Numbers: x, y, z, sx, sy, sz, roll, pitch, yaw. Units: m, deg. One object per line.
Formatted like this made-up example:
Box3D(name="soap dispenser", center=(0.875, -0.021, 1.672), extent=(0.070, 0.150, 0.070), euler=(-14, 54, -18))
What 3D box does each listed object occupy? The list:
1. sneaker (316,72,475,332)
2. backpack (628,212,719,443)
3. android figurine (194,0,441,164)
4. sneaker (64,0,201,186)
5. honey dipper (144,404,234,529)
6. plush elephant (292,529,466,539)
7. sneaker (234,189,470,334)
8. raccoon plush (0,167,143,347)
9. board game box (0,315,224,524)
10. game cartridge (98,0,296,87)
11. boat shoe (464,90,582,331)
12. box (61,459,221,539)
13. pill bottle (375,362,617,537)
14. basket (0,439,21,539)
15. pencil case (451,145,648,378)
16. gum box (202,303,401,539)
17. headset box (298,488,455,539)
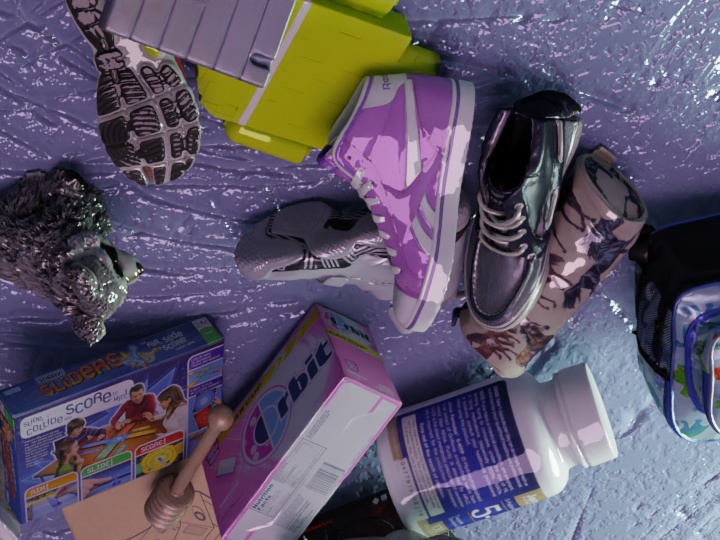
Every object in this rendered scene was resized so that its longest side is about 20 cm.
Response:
Box3D(name="sneaker", center=(0.018, -0.054, 1.305), extent=(0.113, 0.073, 0.202), euler=(4, 103, -10))
Box3D(name="backpack", center=(0.327, 0.058, 1.442), extent=(0.182, 0.147, 0.201), euler=(-15, 136, -9))
Box3D(name="android figurine", center=(-0.045, -0.159, 1.289), extent=(0.199, 0.041, 0.183), euler=(15, 128, -22))
Box3D(name="sneaker", center=(-0.161, -0.160, 1.242), extent=(0.076, 0.085, 0.201), euler=(-8, 120, 4))
Box3D(name="honey dipper", center=(-0.148, 0.172, 1.484), extent=(0.038, 0.038, 0.200), euler=(12, 145, -17))
Box3D(name="plush elephant", center=(0.024, 0.297, 1.479), extent=(0.154, 0.164, 0.201), euler=(-24, 102, -28))
Box3D(name="sneaker", center=(0.000, 0.000, 1.408), extent=(0.198, 0.075, 0.115), euler=(-13, 128, 0))
Box3D(name="raccoon plush", center=(-0.271, 0.007, 1.341), extent=(0.199, 0.135, 0.097), euler=(-19, 132, 9))
Box3D(name="board game box", center=(-0.212, 0.129, 1.463), extent=(0.199, 0.034, 0.136), euler=(-19, 137, -28))
Box3D(name="game cartridge", center=(-0.093, -0.241, 1.165), extent=(0.129, 0.038, 0.201), euler=(19, 97, -17))
Box3D(name="boat shoe", center=(0.113, -0.043, 1.334), extent=(0.074, 0.093, 0.202), euler=(18, 105, 24))
Box3D(name="box", center=(-0.166, 0.253, 1.593), extent=(0.199, 0.021, 0.165), euler=(-19, 101, 10))
Box3D(name="pill bottle", center=(0.124, 0.158, 1.531), extent=(0.199, 0.120, 0.120), euler=(-20, 130, 11))
Box3D(name="basket", center=(-0.413, 0.201, 1.498), extent=(0.199, 0.124, 0.136), euler=(-26, 128, 14))
Box3D(name="pencil case", center=(0.160, -0.007, 1.417), extent=(0.077, 0.090, 0.200), euler=(15, 125, -34))
Box3D(name="gum box", center=(-0.059, 0.145, 1.475), extent=(0.066, 0.114, 0.200), euler=(27, 111, -29))
Box3D(name="headset box", center=(0.027, 0.318, 1.597), extent=(0.148, 0.201, 0.075), euler=(-21, 146, 12))
